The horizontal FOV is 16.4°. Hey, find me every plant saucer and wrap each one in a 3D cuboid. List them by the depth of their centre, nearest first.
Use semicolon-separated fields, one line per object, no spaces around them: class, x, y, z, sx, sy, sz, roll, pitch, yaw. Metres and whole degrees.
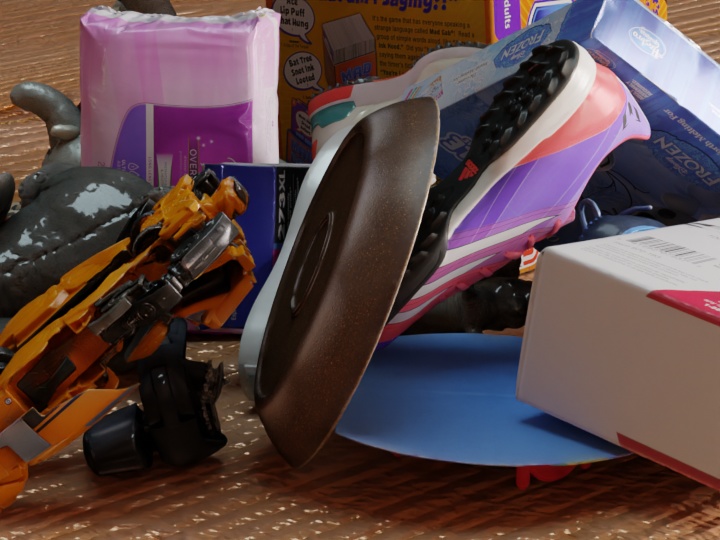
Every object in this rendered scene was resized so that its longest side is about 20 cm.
plant saucer;-0.012;0.001;1.265;0.032;0.201;0.200;20;11;-9

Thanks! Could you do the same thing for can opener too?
can opener;-0.106;0.057;1.344;0.078;0.064;0.200;-4;15;0

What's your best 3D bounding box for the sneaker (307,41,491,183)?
sneaker;0.041;-0.080;1.563;0.070;0.094;0.200;11;-16;-40

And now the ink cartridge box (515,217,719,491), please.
ink cartridge box;0.198;0.035;1.235;0.145;0.084;0.200;23;22;39

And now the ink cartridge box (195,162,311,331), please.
ink cartridge box;-0.052;-0.016;1.470;0.037;0.095;0.200;3;3;16

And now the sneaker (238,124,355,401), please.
sneaker;0.000;0.000;1.426;0.082;0.074;0.200;6;53;20

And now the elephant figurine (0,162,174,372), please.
elephant figurine;-0.210;0.014;1.422;0.200;0.156;0.141;-16;36;-36

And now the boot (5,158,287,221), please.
boot;-0.154;-0.029;1.689;0.203;0.074;0.154;1;17;34

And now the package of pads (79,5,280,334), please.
package of pads;-0.110;-0.063;1.544;0.120;0.201;0.076;2;10;9

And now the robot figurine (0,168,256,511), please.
robot figurine;-0.129;0.029;1.261;0.200;0.058;0.145;-40;18;5

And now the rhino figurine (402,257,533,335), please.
rhino figurine;0.050;0.015;1.465;0.087;0.060;0.200;-7;10;-30

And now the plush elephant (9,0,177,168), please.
plush elephant;-0.188;-0.112;1.886;0.155;0.200;0.165;-28;4;-5

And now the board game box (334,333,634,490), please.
board game box;0.066;0.080;1.265;0.158;0.039;0.200;3;17;0

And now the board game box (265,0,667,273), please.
board game box;0.076;-0.123;1.721;0.200;0.200;0.200;9;19;40

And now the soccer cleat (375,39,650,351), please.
soccer cleat;0.067;-0.025;1.297;0.073;0.200;0.068;36;9;-25

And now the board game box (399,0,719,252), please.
board game box;0.147;-0.060;1.399;0.199;0.200;0.043;-23;38;56

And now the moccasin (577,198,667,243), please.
moccasin;0.141;0.011;1.352;0.068;0.081;0.200;31;-3;25
